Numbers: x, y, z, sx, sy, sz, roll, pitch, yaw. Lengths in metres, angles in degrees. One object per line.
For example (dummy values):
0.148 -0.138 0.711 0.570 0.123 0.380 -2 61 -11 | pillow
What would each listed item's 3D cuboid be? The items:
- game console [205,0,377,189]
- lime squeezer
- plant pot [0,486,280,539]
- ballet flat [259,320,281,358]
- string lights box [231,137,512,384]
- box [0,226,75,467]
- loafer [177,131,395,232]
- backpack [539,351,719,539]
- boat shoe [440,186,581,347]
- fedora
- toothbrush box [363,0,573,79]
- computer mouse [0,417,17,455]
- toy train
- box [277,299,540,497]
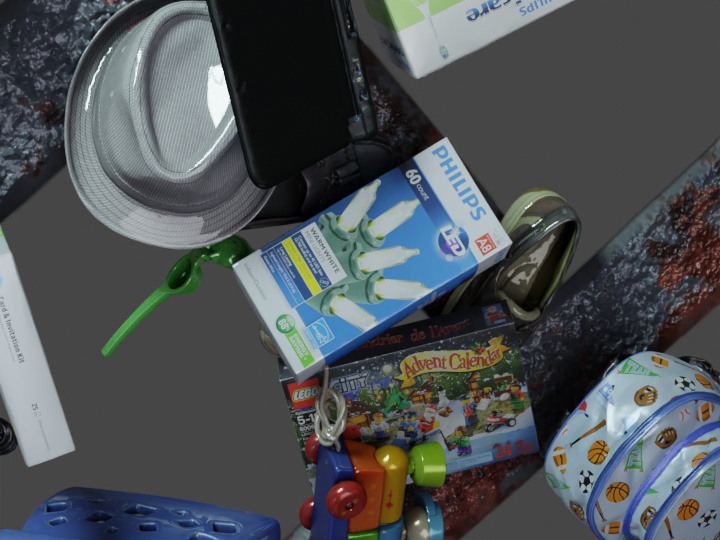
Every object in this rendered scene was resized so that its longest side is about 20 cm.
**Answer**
-0.065 -0.186 1.290 0.115 0.176 0.202 -16 111 -10 | game console
-0.125 0.008 1.416 0.198 0.038 0.071 -20 142 -10 | lime squeezer
-0.187 0.288 1.344 0.198 0.180 0.202 7 94 16 | plant pot
0.000 0.000 1.420 0.200 0.046 0.068 -39 113 -13 | ballet flat
0.009 -0.007 1.372 0.199 0.059 0.103 -31 81 -7 | string lights box
-0.265 0.035 1.288 0.041 0.200 0.157 -18 110 -11 | box
-0.061 -0.063 1.390 0.198 0.063 0.073 -15 110 -11 | loafer
0.255 0.166 1.486 0.190 0.154 0.201 29 97 -40 | backpack
0.122 0.026 1.468 0.073 0.065 0.201 20 101 -22 | boat shoe
-0.132 -0.121 1.303 0.175 0.090 0.202 20 80 -9 | fedora
0.059 -0.275 1.347 0.145 0.086 0.201 -27 111 -7 | toothbrush box
-0.335 0.074 1.327 0.137 0.053 0.201 -1 142 -10 | computer mouse
0.018 0.158 1.411 0.115 0.085 0.202 -4 123 -17 | toy train
0.042 0.112 1.452 0.198 0.038 0.138 -14 122 2 | box
